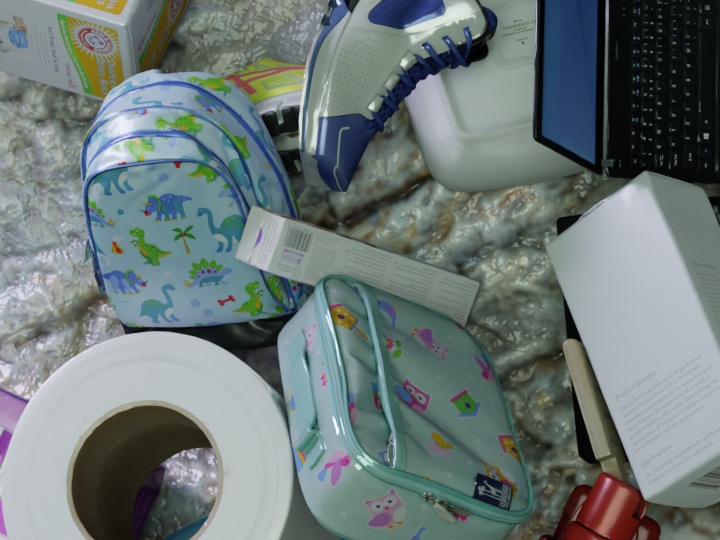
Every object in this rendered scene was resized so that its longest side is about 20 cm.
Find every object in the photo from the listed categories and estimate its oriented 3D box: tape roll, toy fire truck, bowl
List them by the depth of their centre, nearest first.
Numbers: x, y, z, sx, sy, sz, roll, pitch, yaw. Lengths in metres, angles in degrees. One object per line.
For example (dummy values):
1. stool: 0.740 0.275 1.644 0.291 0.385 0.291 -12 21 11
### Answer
1. tape roll: -0.125 0.154 1.627 0.201 0.139 0.204 -4 74 13
2. toy fire truck: 0.154 0.165 1.644 0.128 0.176 0.201 27 90 10
3. bowl: 0.118 -0.166 1.712 0.199 0.075 0.201 -14 87 8

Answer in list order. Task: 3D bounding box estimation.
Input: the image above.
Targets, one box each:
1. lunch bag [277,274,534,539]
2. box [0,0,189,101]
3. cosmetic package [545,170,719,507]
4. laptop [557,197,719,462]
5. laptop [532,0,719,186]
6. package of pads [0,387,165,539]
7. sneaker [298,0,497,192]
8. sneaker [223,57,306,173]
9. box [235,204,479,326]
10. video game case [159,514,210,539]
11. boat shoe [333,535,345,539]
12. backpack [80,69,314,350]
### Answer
1. lunch bag: 0.025 0.099 1.586 0.160 0.201 0.077 25 121 -30
2. box: -0.234 -0.211 1.741 0.199 0.102 0.113 17 59 10
3. cosmetic package: 0.209 0.046 1.605 0.102 0.074 0.201 -36 59 34
4. laptop: 0.256 0.039 1.705 0.199 0.103 0.178 -5 88 -16
5. laptop: 0.202 -0.156 1.616 0.199 0.103 0.178 4 81 -9
6. package of pads: -0.255 0.155 1.763 0.199 0.076 0.121 25 86 10
7. sneaker: 0.030 -0.149 1.637 0.114 0.081 0.201 14 75 7
8. sneaker: -0.085 -0.111 1.753 0.199 0.091 0.078 -3 132 25
9. box: 0.000 0.000 1.672 0.039 0.199 0.042 23 95 46
10. video game case: -0.094 0.274 1.706 0.143 0.018 0.201 -30 65 39
11. boat shoe: -0.036 0.255 1.727 0.072 0.072 0.201 16 109 -25
12. backpack: -0.119 -0.041 1.680 0.162 0.154 0.201 0 110 18
